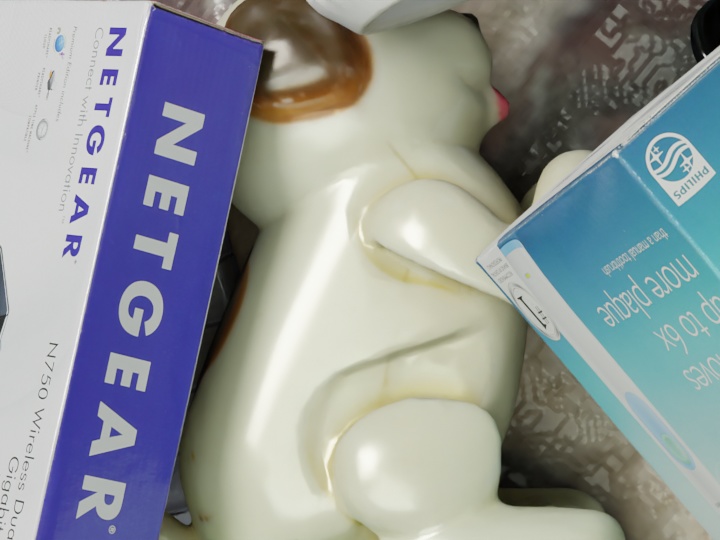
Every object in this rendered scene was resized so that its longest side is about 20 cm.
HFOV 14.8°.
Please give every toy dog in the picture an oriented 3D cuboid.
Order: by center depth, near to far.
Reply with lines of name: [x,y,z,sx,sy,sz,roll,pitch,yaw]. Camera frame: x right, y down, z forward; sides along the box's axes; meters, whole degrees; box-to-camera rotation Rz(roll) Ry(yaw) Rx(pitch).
toy dog: [0.000,0.000,0.931,0.193,0.140,0.201,-6,88,10]

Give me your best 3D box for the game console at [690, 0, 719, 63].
game console: [0.231,-0.058,0.881,0.171,0.118,0.200,-40,92,14]

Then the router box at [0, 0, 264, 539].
router box: [-0.123,0.012,0.909,0.179,0.049,0.201,5,82,49]

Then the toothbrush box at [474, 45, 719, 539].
toothbrush box: [0.143,0.033,0.804,0.085,0.146,0.200,-41,91,-17]

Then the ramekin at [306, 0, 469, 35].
ramekin: [0.048,-0.151,0.841,0.199,0.200,0.106,-25,89,13]

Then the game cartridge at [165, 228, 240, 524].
game cartridge: [-0.128,0.057,1.010,0.199,0.038,0.130,-14,93,12]
